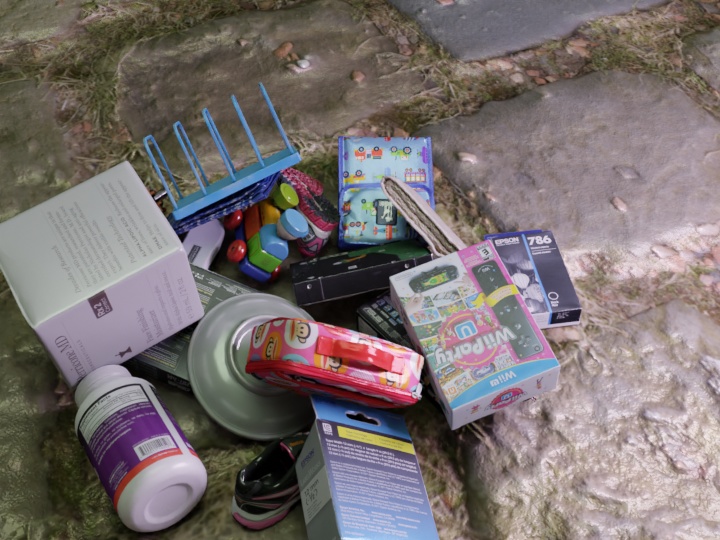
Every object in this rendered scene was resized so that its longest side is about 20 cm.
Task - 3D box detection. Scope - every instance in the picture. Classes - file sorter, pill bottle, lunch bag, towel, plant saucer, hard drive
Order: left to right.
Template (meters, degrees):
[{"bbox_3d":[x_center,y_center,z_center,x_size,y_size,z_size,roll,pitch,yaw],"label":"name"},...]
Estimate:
[{"bbox_3d":[-0.275,0.210,1.193,0.111,0.114,0.200,-25,49,-22],"label":"pill bottle"},{"bbox_3d":[-0.217,-0.101,1.461,0.197,0.024,0.145,-21,16,11],"label":"towel"},{"bbox_3d":[-0.203,-0.179,1.435,0.198,0.124,0.139,-25,14,-2],"label":"file sorter"},{"bbox_3d":[-0.123,0.116,1.270,0.197,0.050,0.203,9,63,-17],"label":"plant saucer"},{"bbox_3d":[-0.025,0.111,1.179,0.198,0.176,0.083,17,74,-25],"label":"lunch bag"},{"bbox_3d":[0.000,0.000,1.392,0.197,0.038,0.140,-13,13,-4],"label":"hard drive"},{"bbox_3d":[0.038,-0.103,1.528,0.148,0.095,0.203,0,58,-1],"label":"lunch bag"},{"bbox_3d":[0.110,-0.051,1.405,0.034,0.132,0.200,-43,76,8],"label":"towel"}]

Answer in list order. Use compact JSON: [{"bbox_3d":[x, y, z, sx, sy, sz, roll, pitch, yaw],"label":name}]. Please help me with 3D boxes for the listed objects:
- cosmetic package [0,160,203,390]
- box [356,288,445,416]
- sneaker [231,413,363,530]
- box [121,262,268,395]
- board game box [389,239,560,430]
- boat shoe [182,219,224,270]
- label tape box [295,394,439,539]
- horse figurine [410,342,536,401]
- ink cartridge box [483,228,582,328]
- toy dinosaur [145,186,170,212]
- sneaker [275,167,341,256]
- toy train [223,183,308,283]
[{"bbox_3d":[-0.329,0.007,1.232,0.198,0.166,0.166,-30,61,-16],"label":"cosmetic package"},{"bbox_3d":[0.114,0.088,1.351,0.160,0.050,0.200,-32,54,-25],"label":"box"},{"bbox_3d":[-0.069,0.230,1.188,0.080,0.087,0.199,36,55,29],"label":"sneaker"},{"bbox_3d":[-0.235,0.074,1.326,0.197,0.044,0.162,21,60,5],"label":"box"},{"bbox_3d":[0.139,0.076,1.223,0.146,0.065,0.202,-20,59,-8],"label":"board game box"},{"bbox_3d":[-0.254,0.008,1.429,0.068,0.057,0.201,23,52,9],"label":"boat shoe"},{"bbox_3d":[0.002,0.251,1.140,0.142,0.066,0.201,18,35,-30],"label":"label tape box"},{"bbox_3d":[0.135,0.095,1.278,0.130,0.050,0.202,-14,52,-8],"label":"horse figurine"},{"bbox_3d":[0.249,-0.001,1.443,0.098,0.040,0.202,-7,45,-5],"label":"ink cartridge box"},{"bbox_3d":[-0.341,-0.087,1.456,0.135,0.200,0.103,-35,77,-8],"label":"toy dinosaur"},{"bbox_3d":[-0.097,-0.101,1.526,0.080,0.075,0.201,18,24,-28],"label":"sneaker"},{"bbox_3d":[-0.139,-0.089,1.467,0.115,0.084,0.202,-40,40,25],"label":"toy train"}]
